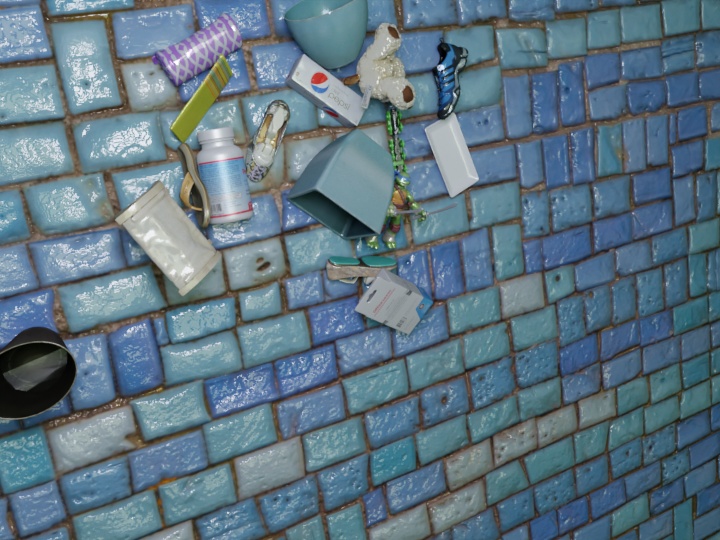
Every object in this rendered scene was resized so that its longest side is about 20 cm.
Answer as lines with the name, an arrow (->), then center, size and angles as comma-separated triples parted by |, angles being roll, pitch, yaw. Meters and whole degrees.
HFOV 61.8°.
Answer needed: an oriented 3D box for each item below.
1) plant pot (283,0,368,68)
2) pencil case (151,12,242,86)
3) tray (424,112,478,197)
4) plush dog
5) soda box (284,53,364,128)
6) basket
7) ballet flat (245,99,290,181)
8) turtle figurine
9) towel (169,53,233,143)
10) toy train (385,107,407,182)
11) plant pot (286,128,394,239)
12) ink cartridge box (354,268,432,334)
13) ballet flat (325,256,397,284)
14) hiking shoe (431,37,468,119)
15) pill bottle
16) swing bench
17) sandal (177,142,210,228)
plant pot -> -0.065, -0.553, 1.393 | 0.198, 0.199, 0.137 | -33, 129, -16
pencil case -> -0.353, -0.489, 1.320 | 0.199, 0.084, 0.086 | -38, 75, -17
tray -> 0.247, -0.315, 1.644 | 0.106, 0.022, 0.204 | -30, 108, -17
plush dog -> 0.057, -0.473, 1.471 | 0.171, 0.157, 0.205 | -20, 95, -65
soda box -> -0.082, -0.431, 1.458 | 0.197, 0.063, 0.069 | 31, 84, -25
basket -> -0.657, 0.190, 1.207 | 0.177, 0.199, 0.139 | -24, 107, -18
ballet flat -> -0.217, -0.308, 1.411 | 0.071, 0.072, 0.205 | 21, 88, -25
turtle figurine -> 0.102, -0.128, 1.503 | 0.198, 0.144, 0.196 | 34, 123, 8
towel -> -0.354, -0.381, 1.335 | 0.018, 0.086, 0.202 | 32, 83, 7
toy train -> 0.092, -0.315, 1.556 | 0.041, 0.056, 0.206 | -8, 101, -8
plant pot -> -0.027, -0.216, 1.449 | 0.194, 0.195, 0.204 | 33, 75, -24
ink cartridge box -> 0.078, 0.075, 1.560 | 0.197, 0.067, 0.117 | 26, 111, -34
ballet flat -> 0.000, 0.000, 1.561 | 0.194, 0.068, 0.069 | 2, 116, -19
hiking shoe -> 0.219, -0.500, 1.587 | 0.085, 0.074, 0.206 | 15, 81, -17
pill bottle -> -0.310, -0.214, 1.360 | 0.106, 0.108, 0.206 | -13, 103, -22
swing bench -> -0.408, -0.075, 1.284 | 0.129, 0.199, 0.201 | -41, 111, -13
sandal -> -0.378, -0.184, 1.326 | 0.053, 0.080, 0.205 | -15, 79, -30
